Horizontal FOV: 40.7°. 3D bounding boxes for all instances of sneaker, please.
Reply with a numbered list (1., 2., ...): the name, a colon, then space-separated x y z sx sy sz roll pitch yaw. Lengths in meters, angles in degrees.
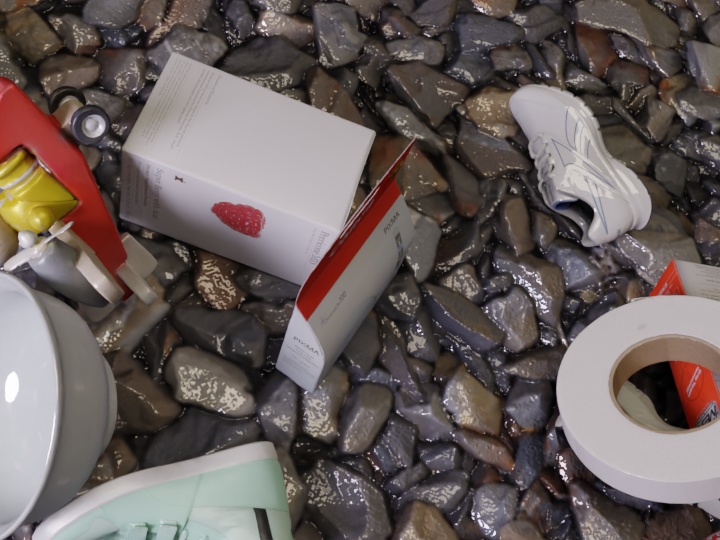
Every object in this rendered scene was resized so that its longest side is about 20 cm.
1. sneaker: -0.144 0.215 0.755 0.200 0.074 0.119 -13 69 -20
2. sneaker: 0.260 0.176 0.863 0.088 0.076 0.200 -35 44 -19
3. sneaker: 0.220 -0.114 1.027 0.087 0.075 0.200 -31 74 -21

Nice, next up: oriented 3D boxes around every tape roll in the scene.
1. tape roll: 0.272 0.106 0.845 0.202 0.037 0.203 -12 43 11

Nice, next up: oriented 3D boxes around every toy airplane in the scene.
1. toy airplane: -0.253 -0.035 0.795 0.141 0.200 0.200 -28 81 -21

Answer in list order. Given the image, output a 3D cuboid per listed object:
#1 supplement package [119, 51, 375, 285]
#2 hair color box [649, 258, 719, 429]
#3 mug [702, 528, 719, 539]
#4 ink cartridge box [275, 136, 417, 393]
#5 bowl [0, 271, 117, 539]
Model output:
1. supplement package: -0.105 -0.088 0.894 0.199 0.121 0.120 20 60 -4
2. hair color box: 0.355 0.085 0.933 0.101 0.061 0.200 10 43 -9
3. mug: 0.338 0.292 0.807 0.200 0.134 0.177 -23 40 -29
4. ink cartridge box: 0.000 0.000 0.831 0.047 0.200 0.160 34 60 5
5. bowl: -0.251 0.103 0.741 0.090 0.201 0.202 8 56 -49
